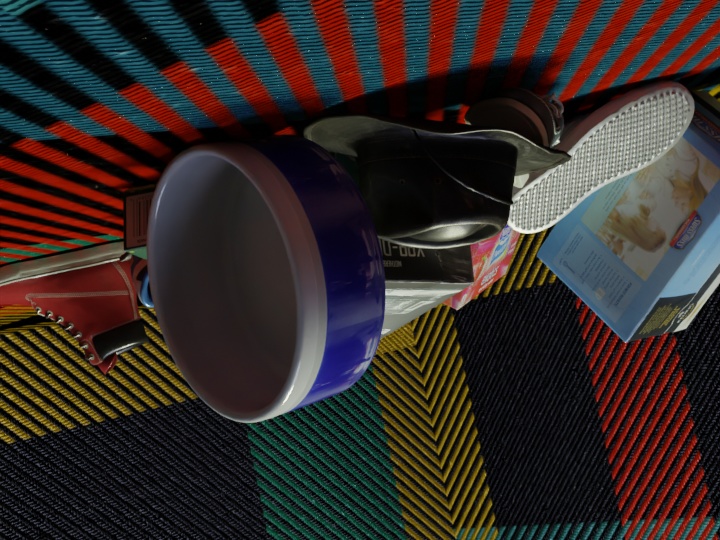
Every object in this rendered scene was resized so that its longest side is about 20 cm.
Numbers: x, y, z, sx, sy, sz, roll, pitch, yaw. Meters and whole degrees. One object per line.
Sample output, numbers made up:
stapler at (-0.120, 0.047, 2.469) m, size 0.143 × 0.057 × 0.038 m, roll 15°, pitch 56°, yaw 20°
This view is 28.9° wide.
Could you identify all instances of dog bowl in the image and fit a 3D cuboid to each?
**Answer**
dog bowl at (-0.072, 0.004, 1.019) m, size 0.078 × 0.203 × 0.199 m, roll -13°, pitch 179°, yaw -38°

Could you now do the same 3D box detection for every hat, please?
hat at (0.052, -0.058, 1.026) m, size 0.198 × 0.082 × 0.201 m, roll 6°, pitch 177°, yaw 0°

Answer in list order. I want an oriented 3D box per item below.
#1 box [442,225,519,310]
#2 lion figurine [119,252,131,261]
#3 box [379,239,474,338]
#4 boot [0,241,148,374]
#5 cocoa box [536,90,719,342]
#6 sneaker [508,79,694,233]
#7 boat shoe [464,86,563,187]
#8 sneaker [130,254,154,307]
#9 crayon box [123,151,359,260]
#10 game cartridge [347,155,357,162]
box at (0.113, -0.038, 1.571) m, size 0.095 × 0.101 × 0.200 m, roll 24°, pitch -161°, yaw 16°
lion figurine at (-0.149, -0.032, 1.442) m, size 0.197 × 0.073 × 0.122 m, roll -8°, pitch 171°, yaw -12°
box at (-0.016, 0.014, 1.195) m, size 0.156 × 0.050 × 0.200 m, roll 2°, pitch 163°, yaw -24°
boot at (-0.349, 0.056, 1.615) m, size 0.197 × 0.146 × 0.072 m, roll -11°, pitch 180°, yaw 7°
cocoa box at (0.289, -0.053, 1.319) m, size 0.130 × 0.133 × 0.201 m, roll -8°, pitch 136°, yaw -50°
sneaker at (0.204, -0.120, 1.257) m, size 0.199 × 0.082 × 0.074 m, roll -32°, pitch 127°, yaw 21°
boat shoe at (0.128, -0.119, 1.114) m, size 0.062 × 0.072 × 0.200 m, roll -55°, pitch 173°, yaw -5°
sneaker at (-0.136, -0.018, 1.353) m, size 0.198 × 0.083 × 0.074 m, roll -20°, pitch 132°, yaw 18°
crayon box at (-0.075, -0.038, 1.197) m, size 0.198 × 0.059 × 0.172 m, roll -9°, pitch 164°, yaw 22°
game cartridge at (0.036, -0.095, 1.291) m, size 0.198 × 0.041 × 0.133 m, roll -11°, pitch 174°, yaw -17°
